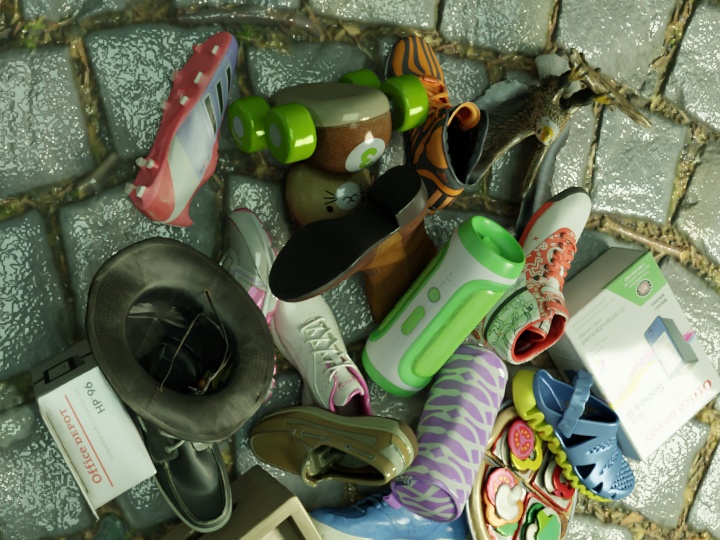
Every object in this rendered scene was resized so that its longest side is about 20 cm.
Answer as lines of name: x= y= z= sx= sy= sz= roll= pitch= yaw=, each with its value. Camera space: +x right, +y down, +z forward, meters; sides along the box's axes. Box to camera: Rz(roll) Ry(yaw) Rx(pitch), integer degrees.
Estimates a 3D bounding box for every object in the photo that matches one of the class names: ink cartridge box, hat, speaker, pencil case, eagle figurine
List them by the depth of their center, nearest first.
ink cartridge box: x=-0.249 y=0.142 z=1.041 sx=0.067 sy=0.200 sz=0.117 roll=-28 pitch=103 yaw=-14
hat: x=-0.182 y=0.072 z=1.055 sx=0.199 sy=0.081 sz=0.203 roll=17 pitch=62 yaw=-35
speaker: x=0.085 y=0.040 z=1.175 sx=0.088 sy=0.089 sz=0.201 roll=28 pitch=118 yaw=-20
pencil case: x=0.094 y=0.171 z=1.187 sx=0.084 sy=0.085 sz=0.201 roll=52 pitch=46 yaw=-25
eagle figurine: x=0.191 y=-0.148 z=1.241 sx=0.200 sy=0.150 sz=0.152 roll=-46 pitch=65 yaw=20
ink cartridge box: x=0.311 y=0.096 z=1.308 sx=0.145 sy=0.087 sz=0.201 roll=-36 pitch=107 yaw=-15

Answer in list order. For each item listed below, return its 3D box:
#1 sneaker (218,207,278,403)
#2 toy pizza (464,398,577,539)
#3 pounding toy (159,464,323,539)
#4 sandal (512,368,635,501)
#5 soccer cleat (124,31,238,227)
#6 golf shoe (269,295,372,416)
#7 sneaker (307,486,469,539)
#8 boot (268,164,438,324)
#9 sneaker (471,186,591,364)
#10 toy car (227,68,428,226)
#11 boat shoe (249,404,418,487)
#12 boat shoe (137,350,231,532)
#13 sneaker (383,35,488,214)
sneaker: x=-0.133 y=0.037 z=1.141 sx=0.087 sy=0.081 sz=0.203 roll=0 pitch=93 yaw=-22
toy pizza: x=0.191 y=0.244 z=1.266 sx=0.199 sy=0.032 sz=0.203 roll=3 pitch=86 yaw=-43
pounding toy: x=-0.143 y=0.314 z=1.145 sx=0.199 sy=0.142 sz=0.185 roll=-36 pitch=113 yaw=-18
sandal: x=0.255 y=0.182 z=1.257 sx=0.200 sy=0.087 sz=0.080 roll=48 pitch=36 yaw=-22
soccer cleat: x=-0.166 y=-0.141 z=1.131 sx=0.076 sy=0.066 sz=0.202 roll=28 pitch=84 yaw=-38
golf shoe: x=-0.034 y=0.094 z=1.174 sx=0.075 sy=0.091 sz=0.202 roll=-28 pitch=103 yaw=-28
sneaker: x=0.037 y=0.246 z=1.221 sx=0.198 sy=0.077 sz=0.113 roll=12 pitch=94 yaw=-23
boot: x=0.000 y=0.000 z=1.155 sx=0.068 sy=0.200 sz=0.188 roll=39 pitch=75 yaw=23
sneaker: x=0.202 y=0.010 z=1.204 sx=0.202 sy=0.108 sz=0.067 roll=-47 pitch=133 yaw=0
toy car: x=-0.024 y=-0.088 z=1.146 sx=0.163 sy=0.157 sz=0.202 roll=-19 pitch=112 yaw=-28
boat shoe: x=-0.042 y=0.182 z=1.126 sx=0.076 sy=0.198 sz=0.072 roll=-46 pitch=120 yaw=-46
boat shoe: x=-0.182 y=0.160 z=1.099 sx=0.071 sy=0.068 sz=0.202 roll=-21 pitch=75 yaw=-10
sneaker: x=0.086 y=-0.168 z=1.167 sx=0.077 sy=0.112 sz=0.202 roll=-3 pitch=73 yaw=-26
